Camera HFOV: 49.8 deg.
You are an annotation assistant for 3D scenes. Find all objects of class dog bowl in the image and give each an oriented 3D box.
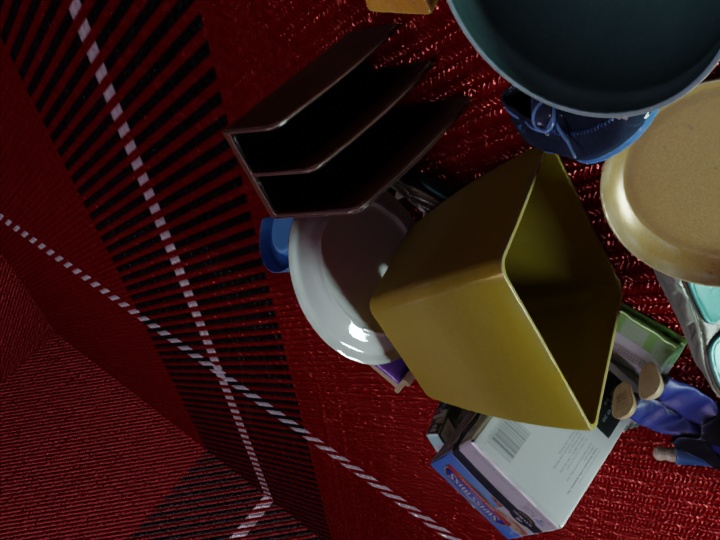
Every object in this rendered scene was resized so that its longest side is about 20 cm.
[{"bbox_3d":[-0.060,-0.092,0.901,0.049,0.202,0.111,15,174,-35],"label":"dog bowl"}]

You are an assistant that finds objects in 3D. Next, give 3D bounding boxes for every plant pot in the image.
[{"bbox_3d":[0.129,0.027,0.772,0.175,0.201,0.201,-15,121,36],"label":"plant pot"},{"bbox_3d":[0.291,-0.068,0.607,0.198,0.028,0.201,14,138,13],"label":"plant pot"},{"bbox_3d":[0.165,-0.220,0.494,0.199,0.134,0.201,32,152,20],"label":"plant pot"}]

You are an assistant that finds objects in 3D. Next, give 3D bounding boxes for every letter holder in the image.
[{"bbox_3d":[-0.004,-0.149,0.745,0.141,0.200,0.101,4,131,47],"label":"letter holder"}]

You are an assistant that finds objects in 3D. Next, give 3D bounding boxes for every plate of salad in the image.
[{"bbox_3d":[0.000,0.000,0.819,0.048,0.200,0.201,-19,116,46],"label":"plate of salad"}]

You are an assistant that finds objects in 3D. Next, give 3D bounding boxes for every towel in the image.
[{"bbox_3d":[0.284,0.104,0.914,0.148,0.031,0.201,30,150,21],"label":"towel"}]

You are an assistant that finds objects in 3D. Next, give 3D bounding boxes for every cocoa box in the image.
[{"bbox_3d":[0.202,0.184,0.894,0.133,0.200,0.131,43,152,4],"label":"cocoa box"}]

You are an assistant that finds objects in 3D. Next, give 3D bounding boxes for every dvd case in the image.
[{"bbox_3d":[0.155,0.184,1.018,0.022,0.201,0.147,-10,126,35],"label":"dvd case"}]

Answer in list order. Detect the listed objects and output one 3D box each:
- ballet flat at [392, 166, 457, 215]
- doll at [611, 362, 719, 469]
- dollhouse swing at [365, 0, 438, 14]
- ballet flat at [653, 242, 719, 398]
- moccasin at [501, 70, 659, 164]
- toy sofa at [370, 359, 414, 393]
[{"bbox_3d":[0.050,-0.095,0.886,0.200,0.068,0.075,40,118,0],"label":"ballet flat"},{"bbox_3d":[0.368,0.174,0.841,0.199,0.049,0.137,28,130,-14],"label":"doll"},{"bbox_3d":[-0.031,-0.316,0.599,0.174,0.183,0.201,0,135,26],"label":"dollhouse swing"},{"bbox_3d":[0.333,0.042,0.743,0.201,0.067,0.064,58,176,-26],"label":"ballet flat"},{"bbox_3d":[0.164,-0.128,0.626,0.068,0.081,0.200,33,175,-13],"label":"moccasin"},{"bbox_3d":[0.018,0.086,1.185,0.200,0.083,0.098,40,154,6],"label":"toy sofa"}]
